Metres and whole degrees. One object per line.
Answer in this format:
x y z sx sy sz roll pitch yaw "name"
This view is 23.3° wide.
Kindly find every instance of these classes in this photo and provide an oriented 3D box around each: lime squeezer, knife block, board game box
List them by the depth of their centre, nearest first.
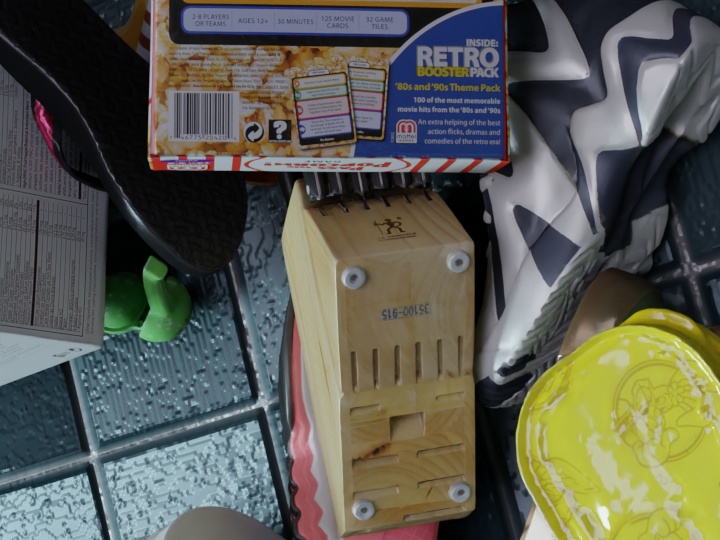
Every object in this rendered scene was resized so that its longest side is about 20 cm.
-0.014 -0.143 0.740 0.151 0.046 0.200 1 87 -5 "board game box"
0.000 0.000 0.830 0.176 0.064 0.200 -120 25 -63 "knife block"
-0.134 0.014 0.939 0.200 0.071 0.038 5 80 56 "lime squeezer"

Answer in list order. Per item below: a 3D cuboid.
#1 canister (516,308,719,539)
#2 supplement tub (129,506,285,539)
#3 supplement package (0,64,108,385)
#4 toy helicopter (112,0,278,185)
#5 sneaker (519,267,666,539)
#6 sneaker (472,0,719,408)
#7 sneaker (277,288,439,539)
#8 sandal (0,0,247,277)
0.161 0.087 0.674 0.087 0.200 0.149 -40 71 26 "canister"
-0.113 0.225 0.881 0.200 0.145 0.145 -43 69 25 "supplement tub"
-0.260 -0.024 0.893 0.191 0.200 0.147 -21 65 51 "supplement package"
-0.108 -0.107 0.929 0.200 0.079 0.133 -1 99 43 "toy helicopter"
0.125 0.106 0.778 0.090 0.067 0.201 22 108 29 "sneaker"
0.073 -0.047 0.803 0.130 0.079 0.199 38 117 34 "sneaker"
0.005 0.088 0.862 0.087 0.074 0.200 -3 74 -6 "sneaker"
-0.130 -0.079 0.863 0.200 0.075 0.045 49 137 0 "sandal"
